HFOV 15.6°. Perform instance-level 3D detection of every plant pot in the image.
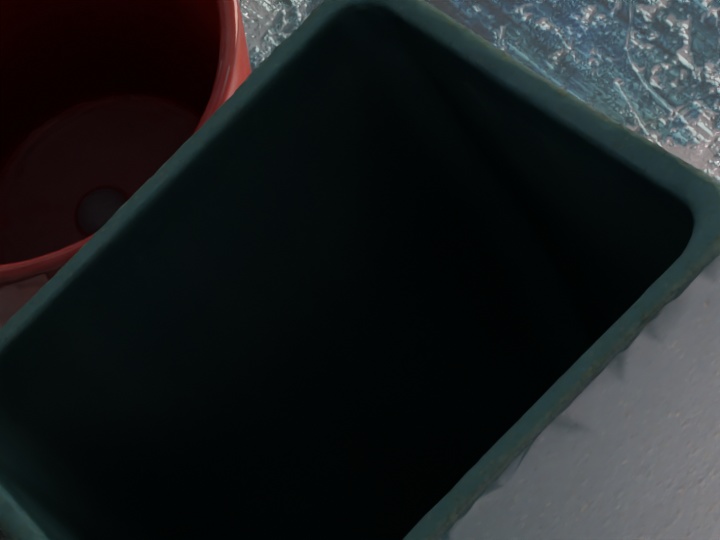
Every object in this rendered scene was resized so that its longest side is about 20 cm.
[{"bbox_3d":[-0.131,-0.054,1.170,0.200,0.200,0.177,39,-10,22],"label":"plant pot"},{"bbox_3d":[0.031,0.072,0.778,0.200,0.196,0.196,49,-7,-39],"label":"plant pot"}]
